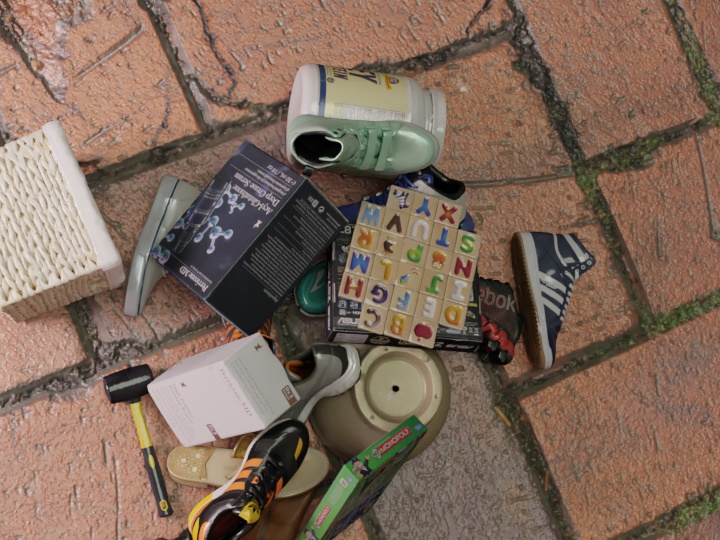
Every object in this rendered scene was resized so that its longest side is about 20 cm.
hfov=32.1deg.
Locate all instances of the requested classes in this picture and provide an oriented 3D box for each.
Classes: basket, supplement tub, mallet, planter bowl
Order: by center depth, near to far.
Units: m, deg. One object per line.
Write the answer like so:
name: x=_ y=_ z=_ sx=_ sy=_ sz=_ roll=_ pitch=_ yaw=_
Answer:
basket: x=-0.405 y=-0.051 z=1.570 sx=0.160 sy=0.198 sz=0.201 roll=-25 pitch=87 yaw=-12
mallet: x=-0.290 y=0.225 z=1.629 sx=0.066 sy=0.041 sz=0.201 roll=-8 pitch=86 yaw=-14
planter bowl: x=0.036 y=0.162 z=1.664 sx=0.199 sy=0.135 sz=0.201 roll=2 pitch=80 yaw=-13
supplement tub: x=0.006 y=-0.201 z=1.719 sx=0.199 sy=0.145 sz=0.146 roll=6 pitch=78 yaw=-12

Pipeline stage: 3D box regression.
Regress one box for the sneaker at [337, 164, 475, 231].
sneaker: x=0.056 y=-0.098 z=1.686 sx=0.199 sy=0.115 sz=0.081 roll=-3 pitch=38 yaw=-1

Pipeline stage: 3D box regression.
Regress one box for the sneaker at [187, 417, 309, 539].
sneaker: x=-0.128 y=0.275 z=1.544 sx=0.200 sy=0.090 sz=0.070 roll=-47 pitch=112 yaw=-1

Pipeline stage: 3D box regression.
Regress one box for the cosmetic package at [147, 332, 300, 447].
cosmetic package: x=-0.174 y=0.153 z=1.564 sx=0.074 sy=0.200 sz=0.102 roll=-38 pitch=100 yaw=-37

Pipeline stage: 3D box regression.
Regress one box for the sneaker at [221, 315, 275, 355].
sneaker: x=-0.141 y=0.076 z=1.649 sx=0.077 sy=0.112 sz=0.201 roll=-3 pitch=80 yaw=-14

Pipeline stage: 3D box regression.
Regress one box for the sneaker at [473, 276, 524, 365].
sneaker: x=0.158 y=0.037 z=1.737 sx=0.200 sy=0.071 sz=0.098 roll=47 pitch=64 yaw=-20

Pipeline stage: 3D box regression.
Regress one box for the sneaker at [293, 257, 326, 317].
sneaker: x=0.000 y=0.000 z=1.714 sx=0.199 sy=0.080 sz=0.078 roll=-24 pitch=86 yaw=-16

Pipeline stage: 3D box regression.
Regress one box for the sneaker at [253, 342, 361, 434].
sneaker: x=-0.088 y=0.152 z=1.621 sx=0.079 sy=0.200 sz=0.074 roll=22 pitch=39 yaw=-37

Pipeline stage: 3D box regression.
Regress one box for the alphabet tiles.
alphabet tiles: x=0.065 y=-0.006 z=1.597 sx=0.166 sy=0.006 sz=0.201 roll=16 pitch=70 yaw=-8

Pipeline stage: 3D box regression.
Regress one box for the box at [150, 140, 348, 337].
box: x=-0.143 y=-0.042 z=1.603 sx=0.200 sy=0.148 sz=0.107 roll=-51 pitch=135 yaw=-5

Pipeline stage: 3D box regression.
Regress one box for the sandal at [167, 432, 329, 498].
sandal: x=-0.146 y=0.243 z=1.609 sx=0.211 sy=0.070 sz=0.078 roll=1 pitch=54 yaw=2

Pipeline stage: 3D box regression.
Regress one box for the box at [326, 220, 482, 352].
box: x=0.055 y=0.019 z=1.624 sx=0.199 sy=0.049 sz=0.162 roll=4 pitch=66 yaw=-11

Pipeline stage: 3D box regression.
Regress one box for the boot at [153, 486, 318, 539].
boot: x=-0.161 y=0.315 z=1.627 sx=0.188 sy=0.069 sz=0.201 roll=17 pitch=70 yaw=3

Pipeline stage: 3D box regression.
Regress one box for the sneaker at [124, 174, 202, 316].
sneaker: x=-0.259 y=-0.030 z=1.661 sx=0.071 sy=0.073 sz=0.201 roll=18 pitch=76 yaw=-5

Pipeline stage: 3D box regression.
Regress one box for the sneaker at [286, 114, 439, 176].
sneaker: x=0.003 y=-0.150 z=1.584 sx=0.200 sy=0.118 sz=0.074 roll=6 pitch=108 yaw=-3

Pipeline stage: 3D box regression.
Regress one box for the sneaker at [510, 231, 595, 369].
sneaker: x=0.283 y=0.038 z=1.778 sx=0.108 sy=0.070 sz=0.201 roll=-4 pitch=76 yaw=-12

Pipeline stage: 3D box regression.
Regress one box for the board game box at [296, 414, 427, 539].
board game box: x=-0.001 y=0.275 z=1.582 sx=0.029 sy=0.200 sz=0.134 roll=46 pitch=47 yaw=16
